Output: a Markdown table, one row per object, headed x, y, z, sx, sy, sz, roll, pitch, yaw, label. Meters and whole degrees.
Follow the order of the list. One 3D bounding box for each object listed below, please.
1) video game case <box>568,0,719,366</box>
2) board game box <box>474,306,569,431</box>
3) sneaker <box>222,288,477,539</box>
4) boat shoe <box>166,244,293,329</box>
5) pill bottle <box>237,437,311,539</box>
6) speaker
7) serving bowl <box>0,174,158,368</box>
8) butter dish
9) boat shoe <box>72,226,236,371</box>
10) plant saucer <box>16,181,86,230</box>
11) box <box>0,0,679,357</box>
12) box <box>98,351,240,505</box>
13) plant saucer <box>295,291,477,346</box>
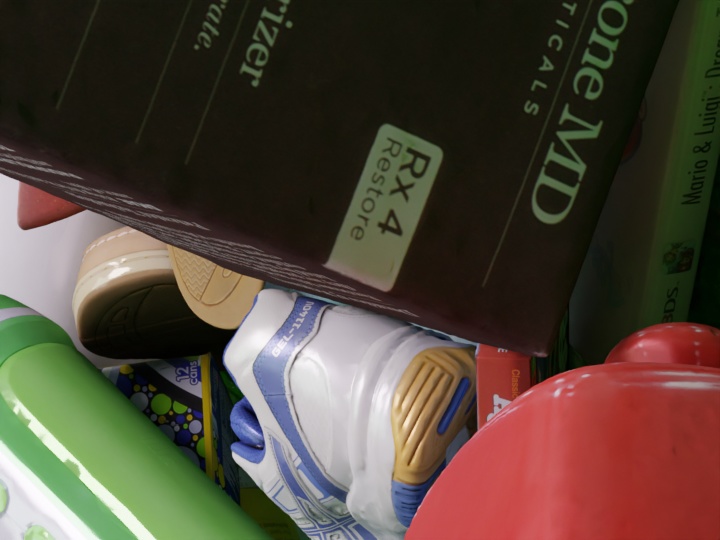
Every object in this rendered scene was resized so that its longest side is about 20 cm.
| x | y | z | sx | sy | sz | roll | pitch | yaw | label |
| --- | --- | --- | --- | --- | --- | --- | --- | --- | --- |
| 0.062 | -0.083 | 0.873 | 0.200 | 0.024 | 0.182 | -130 | 38 | -48 | video game case |
| 0.054 | 0.075 | 0.845 | 0.103 | 0.019 | 0.200 | -76 | -14 | -52 | board game box |
| 0.002 | 0.066 | 0.899 | 0.088 | 0.075 | 0.200 | 25 | 152 | 17 | sneaker |
| -0.020 | -0.078 | 0.907 | 0.071 | 0.069 | 0.200 | 18 | 104 | 44 | boat shoe |
| -0.053 | 0.170 | 1.103 | 0.112 | 0.112 | 0.200 | 115 | 140 | -51 | pill bottle |
| -0.093 | 0.096 | 0.961 | 0.200 | 0.088 | 0.088 | 41 | 138 | 25 | speaker |
| -0.108 | -0.004 | 1.131 | 0.066 | 0.200 | 0.200 | 14 | 118 | 19 | serving bowl |
| 0.089 | 0.084 | 0.719 | 0.200 | 0.199 | 0.148 | 124 | 155 | -55 | butter dish |
| -0.072 | -0.001 | 1.045 | 0.200 | 0.071 | 0.065 | 40 | -141 | -77 | boat shoe |
| -0.058 | -0.134 | 0.975 | 0.037 | 0.200 | 0.200 | 20 | 126 | 16 | plant saucer |
| -0.037 | -0.092 | 0.741 | 0.164 | 0.200 | 0.166 | 15 | 84 | 57 | box |
| -0.082 | 0.138 | 1.025 | 0.064 | 0.070 | 0.200 | 70 | -167 | -61 | box |
| 0.000 | 0.000 | 0.983 | 0.201 | 0.039 | 0.201 | 165 | 90 | -71 | plant saucer |
